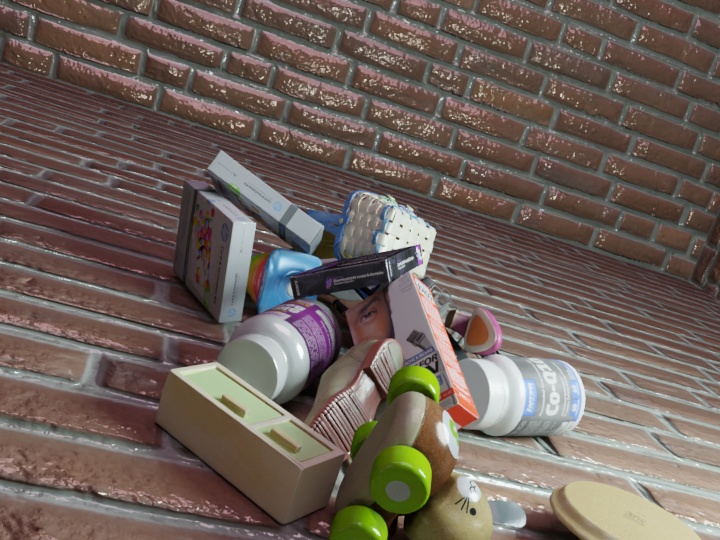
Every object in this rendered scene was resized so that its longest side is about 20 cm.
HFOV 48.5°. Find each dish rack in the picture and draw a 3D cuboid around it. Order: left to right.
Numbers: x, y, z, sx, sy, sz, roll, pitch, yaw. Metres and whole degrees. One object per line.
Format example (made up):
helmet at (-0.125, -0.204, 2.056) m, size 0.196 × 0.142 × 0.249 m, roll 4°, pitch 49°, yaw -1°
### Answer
dish rack at (0.160, 0.102, 1.366) m, size 0.200 × 0.054 × 0.154 m, roll 46°, pitch -7°, yaw 13°

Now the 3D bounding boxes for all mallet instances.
mallet at (-0.015, 0.090, 1.353) m, size 0.040 × 0.067 × 0.200 m, roll -6°, pitch 5°, yaw -14°

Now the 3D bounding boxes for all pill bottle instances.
pill bottle at (-0.103, 0.104, 1.010) m, size 0.111 × 0.114 × 0.200 m, roll 22°, pitch 14°, yaw 12°
pill bottle at (0.222, 0.181, 1.156) m, size 0.198 × 0.116 × 0.113 m, roll 8°, pitch 17°, yaw -37°

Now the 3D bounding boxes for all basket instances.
basket at (0.020, -0.057, 1.375) m, size 0.198 × 0.142 × 0.175 m, roll 6°, pitch -12°, yaw 44°

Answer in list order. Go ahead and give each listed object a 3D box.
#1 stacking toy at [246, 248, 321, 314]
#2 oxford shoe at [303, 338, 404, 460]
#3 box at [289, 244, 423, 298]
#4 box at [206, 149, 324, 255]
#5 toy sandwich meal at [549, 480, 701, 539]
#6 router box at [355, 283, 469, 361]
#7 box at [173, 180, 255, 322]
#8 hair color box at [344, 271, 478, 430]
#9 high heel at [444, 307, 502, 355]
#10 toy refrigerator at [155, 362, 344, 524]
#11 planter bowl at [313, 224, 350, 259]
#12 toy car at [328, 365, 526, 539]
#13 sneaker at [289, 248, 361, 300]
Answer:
stacking toy at (-0.163, 0.010, 1.345) m, size 0.109 × 0.118 × 0.199 m, roll 12°, pitch 4°, yaw -38°
oxford shoe at (-0.025, 0.157, 0.930) m, size 0.074 × 0.071 × 0.200 m, roll -2°, pitch 32°, yaw 42°
box at (0.000, 0.000, 1.141) m, size 0.141 × 0.037 × 0.200 m, roll -11°, pitch 3°, yaw 19°
box at (-0.150, -0.101, 1.285) m, size 0.199 × 0.041 × 0.156 m, roll 38°, pitch -9°, yaw 0°
toy sandwich meal at (0.295, 0.309, 0.885) m, size 0.202 × 0.071 × 0.205 m, roll 17°, pitch 10°, yaw -3°
router box at (0.078, 0.080, 1.286) m, size 0.149 × 0.051 × 0.200 m, roll 35°, pitch -10°, yaw 48°
box at (-0.230, -0.034, 1.234) m, size 0.041 × 0.158 × 0.199 m, roll -2°, pitch 24°, yaw -35°
hair color box at (0.060, 0.116, 1.007) m, size 0.064 × 0.110 × 0.202 m, roll 40°, pitch 25°, yaw -46°
high heel at (0.195, 0.101, 1.189) m, size 0.095 × 0.068 × 0.200 m, roll 22°, pitch -5°, yaw -11°
toy refrigerator at (-0.117, 0.170, 0.833) m, size 0.198 × 0.071 × 0.075 m, roll 29°, pitch 17°, yaw 31°
planter bowl at (-0.037, -0.023, 1.575) m, size 0.197 × 0.085 × 0.201 m, roll 13°, pitch -12°, yaw 3°
toy car at (0.087, 0.224, 0.782) m, size 0.198 × 0.159 × 0.165 m, roll 30°, pitch 25°, yaw -5°
sneaker at (-0.063, 0.003, 1.480) m, size 0.197 × 0.075 × 0.118 m, roll 8°, pitch 10°, yaw -4°
